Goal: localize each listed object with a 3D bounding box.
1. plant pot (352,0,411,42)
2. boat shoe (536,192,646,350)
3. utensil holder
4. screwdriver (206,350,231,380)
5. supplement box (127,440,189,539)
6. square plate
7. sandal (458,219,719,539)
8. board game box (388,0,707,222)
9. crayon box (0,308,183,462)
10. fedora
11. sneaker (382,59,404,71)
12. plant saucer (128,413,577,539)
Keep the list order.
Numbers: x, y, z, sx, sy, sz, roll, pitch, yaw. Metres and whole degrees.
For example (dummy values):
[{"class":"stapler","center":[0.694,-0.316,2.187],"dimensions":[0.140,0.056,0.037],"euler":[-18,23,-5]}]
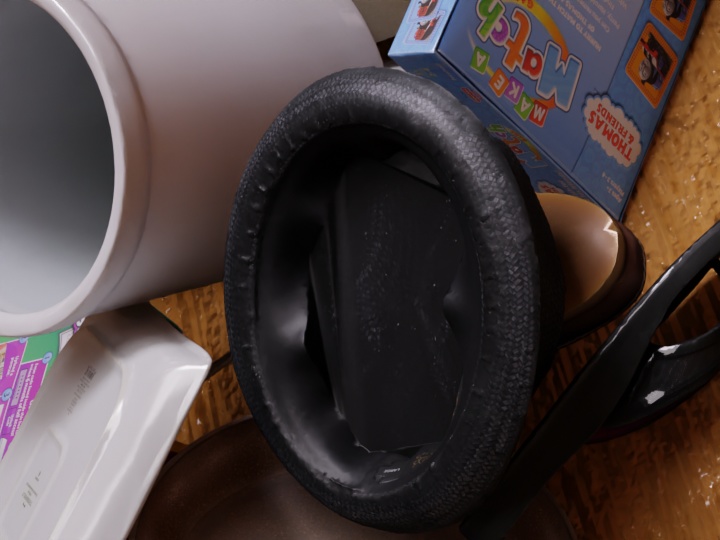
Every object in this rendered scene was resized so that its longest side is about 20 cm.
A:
[{"class":"plant pot","center":[-0.034,-0.239,1.436],"dimensions":[0.186,0.201,0.188],"euler":[-16,28,9]},{"class":"boat shoe","center":[0.057,0.015,1.294],"dimensions":[0.199,0.070,0.071],"euler":[-12,60,42]},{"class":"utensil holder","center":[-0.106,-0.069,1.321],"dimensions":[0.169,0.200,0.171],"euler":[10,106,37]},{"class":"screwdriver","center":[0.000,0.000,1.361],"dimensions":[0.200,0.029,0.028],"euler":[-41,-8,-11]},{"class":"supplement box","center":[-0.084,0.183,1.264],"dimensions":[0.111,0.085,0.200],"euler":[-54,34,25]},{"class":"square plate","center":[-0.142,0.106,1.280],"dimensions":[0.199,0.028,0.200],"euler":[-63,18,1]},{"class":"sandal","center":[0.121,0.052,1.213],"dimensions":[0.201,0.048,0.075],"euler":[-50,-4,-11]},{"class":"board game box","center":[0.104,-0.145,1.313],"dimensions":[0.036,0.151,0.201],"euler":[0,60,45]},{"class":"crayon box","center":[-0.173,0.113,1.451],"dimensions":[0.118,0.058,0.201],"euler":[-14,51,37]},{"class":"fedora","center":[0.029,0.010,1.203],"dimensions":[0.200,0.091,0.202],"euler":[8,102,41]},{"class":"sneaker","center":[-0.002,-0.068,1.417],"dimensions":[0.199,0.078,0.080],"euler":[5,103,40]},{"class":"plant saucer","center":[-0.003,0.135,1.207],"dimensions":[0.199,0.032,0.201],"euler":[5,38,-4]}]
